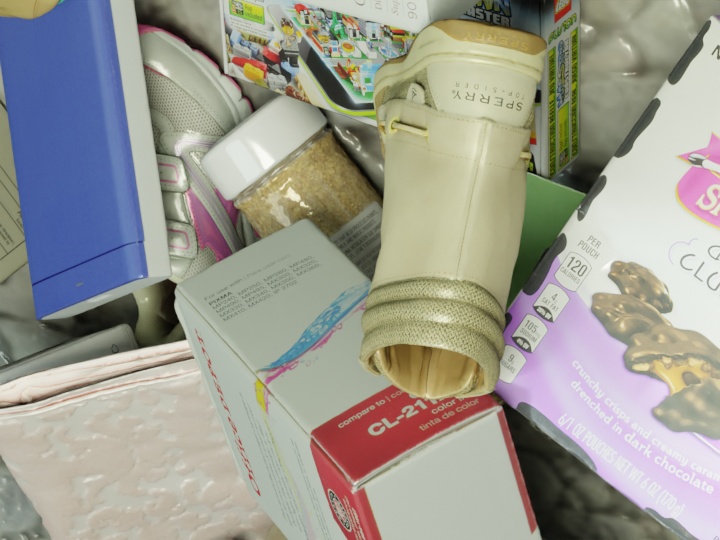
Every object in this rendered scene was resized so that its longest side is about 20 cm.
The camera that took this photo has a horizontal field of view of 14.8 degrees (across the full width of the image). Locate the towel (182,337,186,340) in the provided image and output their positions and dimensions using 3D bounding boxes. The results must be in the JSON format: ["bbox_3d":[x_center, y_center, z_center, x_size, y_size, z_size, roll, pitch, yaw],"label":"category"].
[{"bbox_3d":[-0.056,0.098,1.570,0.143,0.023,0.200,17,143,-15],"label":"towel"}]

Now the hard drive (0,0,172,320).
[{"bbox_3d":[-0.152,-0.084,1.484,0.132,0.025,0.201,-19,77,57],"label":"hard drive"}]

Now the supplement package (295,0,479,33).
[{"bbox_3d":[-0.021,-0.203,1.288,0.199,0.117,0.117,17,131,32],"label":"supplement package"}]

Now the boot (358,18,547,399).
[{"bbox_3d":[0.036,-0.018,1.260,0.072,0.156,0.200,10,170,-7],"label":"boot"}]

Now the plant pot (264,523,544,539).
[{"bbox_3d":[0.036,0.192,1.444,0.174,0.199,0.201,53,146,34],"label":"plant pot"}]

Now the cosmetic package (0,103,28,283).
[{"bbox_3d":[-0.266,-0.010,1.593,0.105,0.200,0.071,54,141,-5],"label":"cosmetic package"}]

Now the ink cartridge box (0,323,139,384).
[{"bbox_3d":[-0.222,0.081,1.590,0.200,0.175,0.045,164,86,-76],"label":"ink cartridge box"}]

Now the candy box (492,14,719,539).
[{"bbox_3d":[0.174,0.012,1.245,0.168,0.071,0.200,37,107,13],"label":"candy box"}]

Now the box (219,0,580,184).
[{"bbox_3d":[0.017,-0.124,1.379,0.199,0.035,0.110,20,132,30],"label":"box"}]

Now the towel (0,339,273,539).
[{"bbox_3d":[-0.089,0.108,1.512,0.190,0.032,0.200,-12,141,6],"label":"towel"}]

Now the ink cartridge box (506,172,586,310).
[{"bbox_3d":[0.153,0.048,1.355,0.199,0.048,0.146,19,133,13],"label":"ink cartridge box"}]

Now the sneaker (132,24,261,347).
[{"bbox_3d":[-0.103,-0.036,1.512,0.081,0.088,0.201,5,123,39],"label":"sneaker"}]

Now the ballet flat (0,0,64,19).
[{"bbox_3d":[-0.220,-0.170,1.498,0.200,0.063,0.069,6,93,59],"label":"ballet flat"}]

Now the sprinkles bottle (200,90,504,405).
[{"bbox_3d":[0.000,0.000,1.463,0.200,0.068,0.068,53,140,-4],"label":"sprinkles bottle"}]

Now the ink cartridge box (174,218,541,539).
[{"bbox_3d":[0.002,0.087,1.338,0.200,0.083,0.146,45,159,50],"label":"ink cartridge box"}]
